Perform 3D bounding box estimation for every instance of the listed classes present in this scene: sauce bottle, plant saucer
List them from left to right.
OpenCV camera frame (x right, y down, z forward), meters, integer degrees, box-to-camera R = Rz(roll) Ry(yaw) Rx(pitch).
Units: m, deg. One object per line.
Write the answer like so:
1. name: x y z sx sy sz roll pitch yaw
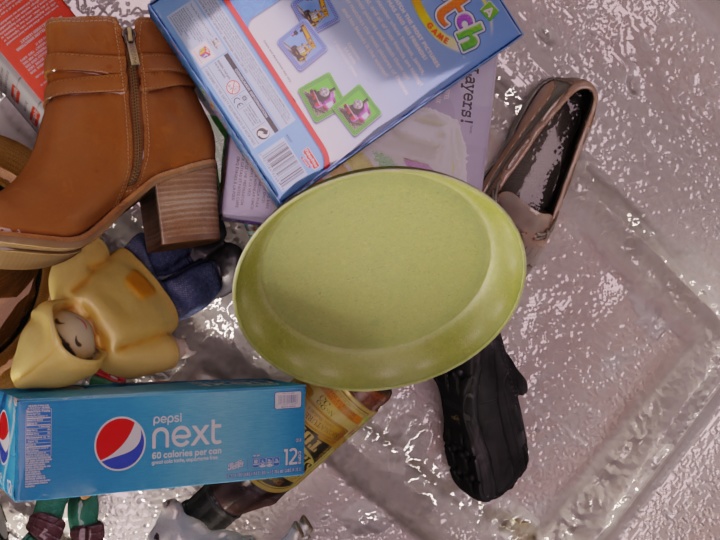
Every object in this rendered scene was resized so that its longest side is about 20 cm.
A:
1. sauce bottle: -0.064 0.140 0.802 0.066 0.066 0.200 42 100 -12
2. plant saucer: 0.012 0.004 0.695 0.197 0.031 0.202 -5 132 -5

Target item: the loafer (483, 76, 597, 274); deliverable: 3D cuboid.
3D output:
1. loafer: 0.136 -0.066 0.842 0.071 0.063 0.202 23 90 -12

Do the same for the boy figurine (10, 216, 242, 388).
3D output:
1. boy figurine: -0.166 0.017 0.716 0.064 0.200 0.125 -29 93 36

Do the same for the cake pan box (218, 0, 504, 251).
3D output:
1. cake pan box: 0.002 -0.122 0.722 0.182 0.052 0.203 9 88 -11

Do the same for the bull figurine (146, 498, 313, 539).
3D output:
1. bull figurine: -0.080 0.240 0.735 0.121 0.201 0.065 -31 145 1

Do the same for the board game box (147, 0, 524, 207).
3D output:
1. board game box: -0.014 -0.161 0.676 0.199 0.037 0.152 -35 95 -7

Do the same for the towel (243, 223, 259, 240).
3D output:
1. towel: 0.000 0.000 0.799 0.145 0.022 0.202 -25 124 -9

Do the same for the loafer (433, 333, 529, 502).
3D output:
1. loafer: 0.099 0.091 0.838 0.070 0.068 0.203 -23 115 -29

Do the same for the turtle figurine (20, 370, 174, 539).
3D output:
1. turtle figurine: -0.198 0.143 0.773 0.149 0.100 0.203 27 75 -47

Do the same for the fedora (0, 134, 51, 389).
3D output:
1. fedora: -0.290 0.002 0.748 0.198 0.082 0.204 1 86 -13

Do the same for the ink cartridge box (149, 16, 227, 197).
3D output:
1. ink cartridge box: -0.043 -0.156 0.785 0.198 0.083 0.148 -24 100 -8

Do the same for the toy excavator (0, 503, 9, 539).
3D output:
1. toy excavator: -0.316 0.178 0.704 0.099 0.200 0.197 -19 75 -10

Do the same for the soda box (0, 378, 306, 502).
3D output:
1. soda box: -0.138 0.109 0.693 0.198 0.068 0.065 2 89 -31

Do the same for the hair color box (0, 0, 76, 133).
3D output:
1. hair color box: -0.232 -0.154 0.734 0.061 0.101 0.201 -42 102 -17

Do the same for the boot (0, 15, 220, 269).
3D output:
1. boot: -0.186 -0.085 0.653 0.198 0.073 0.157 -8 85 -39
